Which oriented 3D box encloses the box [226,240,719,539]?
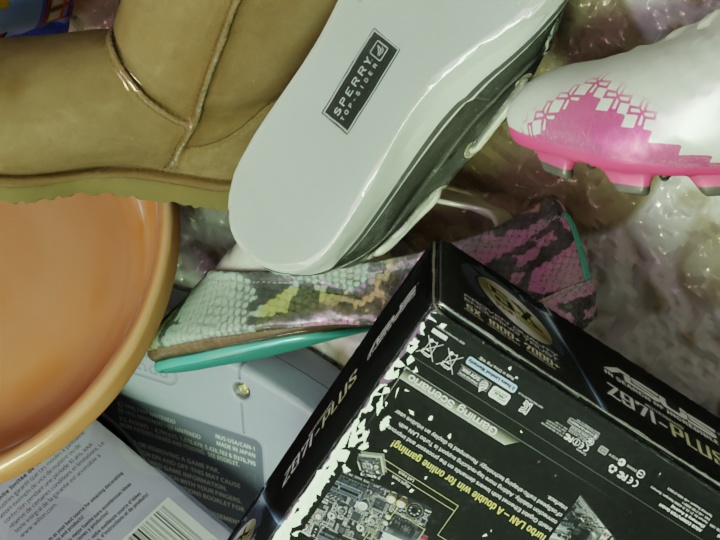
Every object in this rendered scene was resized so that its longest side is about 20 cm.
[{"bbox_3d":[0.064,0.115,0.819,0.200,0.086,0.164,32,105,-7],"label":"box"}]

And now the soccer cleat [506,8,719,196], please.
[{"bbox_3d":[0.143,-0.068,0.755,0.199,0.070,0.087,7,106,29],"label":"soccer cleat"}]

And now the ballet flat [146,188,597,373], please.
[{"bbox_3d":[0.000,0.000,0.898,0.200,0.069,0.071,-6,91,31],"label":"ballet flat"}]

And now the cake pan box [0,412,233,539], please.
[{"bbox_3d":[-0.175,0.127,0.953,0.184,0.200,0.052,37,154,18],"label":"cake pan box"}]

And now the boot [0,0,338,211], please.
[{"bbox_3d":[-0.078,-0.112,0.835,0.200,0.175,0.066,-61,37,44],"label":"boot"}]

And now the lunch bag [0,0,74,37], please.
[{"bbox_3d":[-0.199,-0.197,0.914,0.200,0.094,0.151,42,135,24],"label":"lunch bag"}]

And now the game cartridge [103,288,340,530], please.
[{"bbox_3d":[-0.090,0.070,1.019,0.200,0.042,0.134,16,121,27],"label":"game cartridge"}]

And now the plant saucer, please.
[{"bbox_3d":[-0.163,0.004,0.950,0.200,0.201,0.037,14,161,29],"label":"plant saucer"}]

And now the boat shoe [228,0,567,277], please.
[{"bbox_3d":[0.028,-0.081,0.818,0.071,0.064,0.200,49,113,24],"label":"boat shoe"}]
